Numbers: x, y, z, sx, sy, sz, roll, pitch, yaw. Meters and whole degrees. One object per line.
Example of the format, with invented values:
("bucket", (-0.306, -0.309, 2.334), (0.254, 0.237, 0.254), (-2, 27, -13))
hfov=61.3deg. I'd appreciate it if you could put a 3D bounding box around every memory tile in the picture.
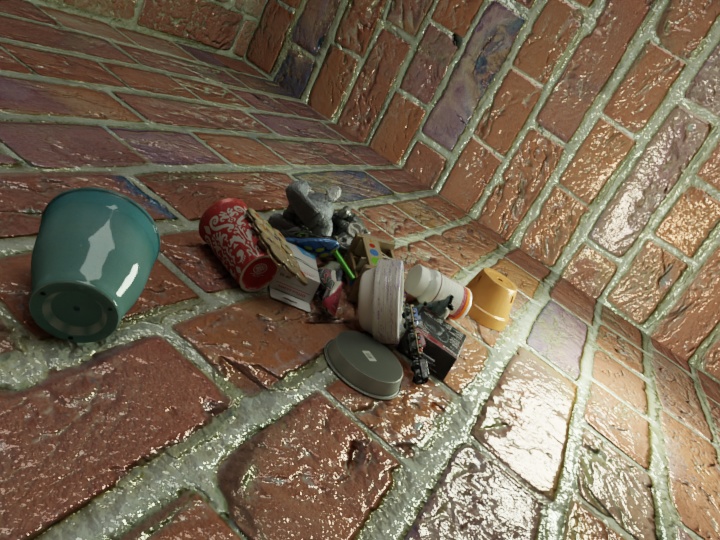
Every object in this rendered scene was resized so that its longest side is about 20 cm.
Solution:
("memory tile", (-0.193, -0.057, 1.413), (0.153, 0.017, 0.201), (43, 10, -49))

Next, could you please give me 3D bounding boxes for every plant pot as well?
("plant pot", (-0.440, 0.005, 0.989), (0.196, 0.201, 0.191), (20, 37, -24))
("plant pot", (0.439, 0.086, 2.068), (0.196, 0.142, 0.201), (26, 20, -10))

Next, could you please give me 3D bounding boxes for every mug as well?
("mug", (-0.262, -0.064, 1.434), (0.174, 0.135, 0.201), (-21, 51, -27))

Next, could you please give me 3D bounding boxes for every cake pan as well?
("cake pan", (0.013, 0.204, 1.353), (0.197, 0.037, 0.201), (27, 21, -11))

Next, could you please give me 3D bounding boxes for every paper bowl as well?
("paper bowl", (0.051, 0.075, 1.488), (0.101, 0.206, 0.201), (1, 19, 7))

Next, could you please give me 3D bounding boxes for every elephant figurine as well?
("elephant figurine", (-0.041, -0.087, 1.861), (0.202, 0.152, 0.143), (-105, 175, -49))

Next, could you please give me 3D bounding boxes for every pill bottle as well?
("pill bottle", (0.236, 0.066, 1.853), (0.197, 0.111, 0.110), (27, 19, -23))

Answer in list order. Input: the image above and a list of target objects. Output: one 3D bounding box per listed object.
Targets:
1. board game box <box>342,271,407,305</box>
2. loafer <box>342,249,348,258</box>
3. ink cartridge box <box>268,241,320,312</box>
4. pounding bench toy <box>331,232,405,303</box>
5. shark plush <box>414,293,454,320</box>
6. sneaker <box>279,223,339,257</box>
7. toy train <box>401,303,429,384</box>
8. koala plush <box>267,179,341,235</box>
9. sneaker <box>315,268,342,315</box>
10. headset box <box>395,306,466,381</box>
("board game box", (0.043, 0.042, 1.781), (0.197, 0.033, 0.120), (31, 23, 0))
("loafer", (0.016, -0.048, 1.813), (0.073, 0.072, 0.198), (38, 20, 24))
("ink cartridge box", (-0.166, 0.008, 1.511), (0.114, 0.068, 0.201), (23, 21, -21))
("pounding bench toy", (0.000, 0.000, 1.642), (0.196, 0.126, 0.158), (13, 38, -23))
("shark plush", (0.201, 0.111, 1.672), (0.082, 0.093, 0.200), (22, -12, -13))
("sneaker", (-0.146, -0.087, 1.634), (0.195, 0.071, 0.084), (6, 54, 25))
("toy train", (0.134, 0.173, 1.460), (0.045, 0.034, 0.205), (-2, 63, -13))
("koala plush", (-0.138, -0.166, 1.791), (0.183, 0.178, 0.200), (39, 30, 1))
("sneaker", (-0.087, 0.051, 1.525), (0.073, 0.083, 0.200), (11, 15, -7))
("headset box", (0.184, 0.187, 1.570), (0.147, 0.078, 0.200), (33, 21, 8))
